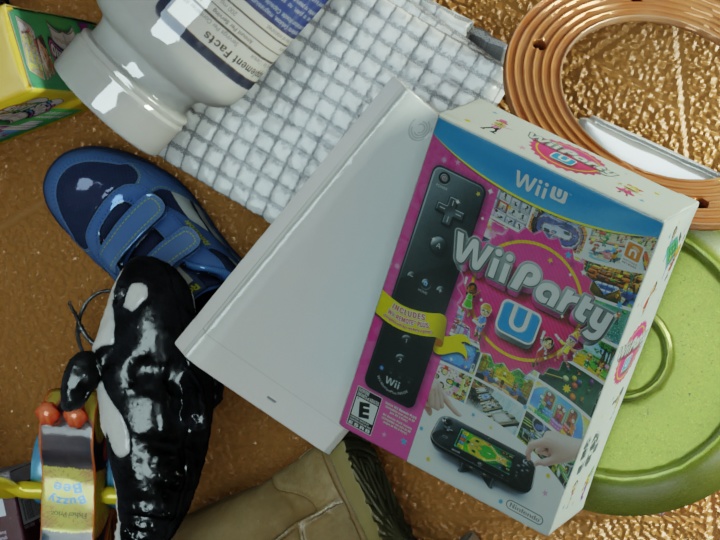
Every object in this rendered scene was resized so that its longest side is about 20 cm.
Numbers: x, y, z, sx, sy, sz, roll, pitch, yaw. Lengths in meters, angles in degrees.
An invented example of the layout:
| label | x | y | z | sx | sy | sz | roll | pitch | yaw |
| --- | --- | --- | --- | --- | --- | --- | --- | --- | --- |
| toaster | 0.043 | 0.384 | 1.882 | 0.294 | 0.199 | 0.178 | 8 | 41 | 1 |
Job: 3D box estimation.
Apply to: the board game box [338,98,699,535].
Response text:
| label | x | y | z | sx | sy | sz | roll | pitch | yaw |
| --- | --- | --- | --- | --- | --- | --- | --- | --- | --- |
| board game box | 0.086 | 0.025 | 1.436 | 0.147 | 0.064 | 0.201 | 26 | 112 | 20 |

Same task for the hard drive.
| label | x | y | z | sx | sy | sz | roll | pitch | yaw |
| --- | --- | --- | --- | --- | --- | --- | --- | --- | --- |
| hard drive | 0.000 | 0.000 | 1.492 | 0.200 | 0.026 | 0.132 | -50 | 128 | 5 |

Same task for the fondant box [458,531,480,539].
| label | x | y | z | sx | sy | sz | roll | pitch | yaw |
| --- | --- | --- | --- | --- | --- | --- | --- | --- | --- |
| fondant box | 0.039 | 0.284 | 1.589 | 0.200 | 0.058 | 0.144 | -42 | 86 | 10 |

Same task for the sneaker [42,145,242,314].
| label | x | y | z | sx | sy | sz | roll | pitch | yaw |
| --- | --- | --- | --- | --- | --- | --- | --- | --- | --- |
| sneaker | -0.120 | -0.005 | 1.585 | 0.200 | 0.082 | 0.074 | 40 | 101 | 6 |

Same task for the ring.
| label | x | y | z | sx | sy | sz | roll | pitch | yaw |
| --- | --- | --- | --- | --- | --- | --- | --- | --- | --- |
| ring | 0.180 | -0.098 | 1.500 | 0.199 | 0.201 | 0.019 | 25 | 139 | 7 |

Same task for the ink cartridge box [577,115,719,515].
| label | x | y | z | sx | sy | sz | roll | pitch | yaw |
| --- | --- | --- | --- | --- | --- | --- | --- | --- | --- |
| ink cartridge box | 0.162 | 0.025 | 1.540 | 0.146 | 0.083 | 0.201 | 25 | 97 | 7 |

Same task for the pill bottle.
| label | x | y | z | sx | sy | sz | roll | pitch | yaw |
| --- | --- | --- | --- | --- | --- | --- | --- | --- | --- |
| pill bottle | -0.083 | -0.167 | 1.476 | 0.111 | 0.111 | 0.200 | 43 | 97 | 4 |

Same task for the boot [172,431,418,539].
| label | x | y | z | sx | sy | sz | roll | pitch | yaw |
| --- | --- | --- | --- | --- | --- | --- | --- | --- | --- |
| boot | -0.054 | 0.211 | 1.566 | 0.199 | 0.066 | 0.176 | -33 | 60 | 20 |

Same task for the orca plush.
| label | x | y | z | sx | sy | sz | roll | pitch | yaw |
| --- | --- | --- | --- | --- | --- | --- | --- | --- | --- |
| orca plush | -0.122 | 0.092 | 1.488 | 0.105 | 0.071 | 0.202 | 23 | 76 | -28 |

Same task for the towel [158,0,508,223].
| label | x | y | z | sx | sy | sz | roll | pitch | yaw |
| --- | --- | --- | --- | --- | --- | --- | --- | --- | --- |
| towel | -0.020 | -0.106 | 1.565 | 0.199 | 0.086 | 0.166 | 29 | 96 | 8 |

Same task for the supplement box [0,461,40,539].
| label | x | y | z | sx | sy | sz | roll | pitch | yaw |
| --- | --- | --- | --- | --- | --- | --- | --- | --- | --- |
| supplement box | -0.244 | 0.233 | 1.629 | 0.108 | 0.061 | 0.202 | -12 | 90 | 9 |

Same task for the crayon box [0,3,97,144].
| label | x | y | z | sx | sy | sz | roll | pitch | yaw |
| --- | --- | --- | --- | --- | --- | --- | --- | --- | --- |
| crayon box | -0.255 | -0.103 | 1.541 | 0.171 | 0.200 | 0.059 | -21 | 89 | 9 |

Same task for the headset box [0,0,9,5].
| label | x | y | z | sx | sy | sz | roll | pitch | yaw |
| --- | --- | --- | --- | --- | --- | --- | --- | --- | --- |
| headset box | -0.328 | -0.244 | 1.600 | 0.173 | 0.093 | 0.202 | -8 | 91 | 9 |

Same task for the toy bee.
| label | x | y | z | sx | sy | sz | roll | pitch | yaw |
| --- | --- | --- | --- | --- | --- | --- | --- | --- | --- |
| toy bee | -0.182 | 0.115 | 1.556 | 0.130 | 0.109 | 0.202 | -18 | 82 | 5 |

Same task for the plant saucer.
| label | x | y | z | sx | sy | sz | roll | pitch | yaw |
| --- | --- | --- | --- | --- | --- | --- | --- | --- | --- |
| plant saucer | 0.155 | 0.046 | 1.485 | 0.198 | 0.031 | 0.202 | 1 | 94 | 9 |
